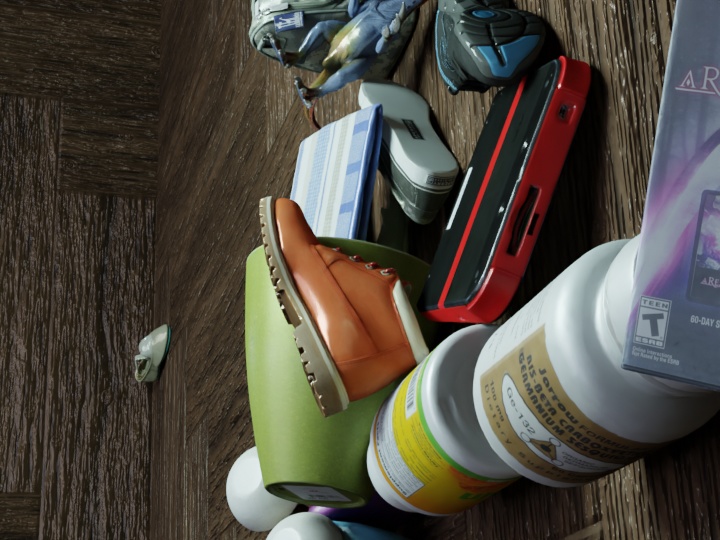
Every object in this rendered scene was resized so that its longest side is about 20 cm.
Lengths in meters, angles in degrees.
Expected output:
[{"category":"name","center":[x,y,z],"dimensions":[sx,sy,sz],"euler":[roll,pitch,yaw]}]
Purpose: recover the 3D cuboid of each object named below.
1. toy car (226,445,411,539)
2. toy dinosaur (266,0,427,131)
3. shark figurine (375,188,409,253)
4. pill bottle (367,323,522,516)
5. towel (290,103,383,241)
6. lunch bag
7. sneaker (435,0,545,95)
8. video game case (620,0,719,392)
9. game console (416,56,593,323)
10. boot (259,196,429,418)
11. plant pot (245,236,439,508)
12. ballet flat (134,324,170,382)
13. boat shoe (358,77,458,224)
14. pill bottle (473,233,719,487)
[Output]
[{"category":"toy car","center":[-0.016,0.232,1.249],"dimensions":[0.150,0.175,0.201],"euler":[-42,47,8]},{"category":"toy dinosaur","center":[0.001,-0.247,1.316],"dimensions":[0.106,0.180,0.200],"euler":[59,177,9]},{"category":"shark figurine","center":[0.007,-0.013,1.326],"dimensions":[0.128,0.088,0.217],"euler":[-131,48,-64]},{"category":"pill bottle","center":[0.071,0.125,1.020],"dimensions":[0.200,0.109,0.113],"euler":[127,144,-63]},{"category":"towel","center":[-0.029,-0.076,1.303],"dimensions":[0.200,0.024,0.149],"euler":[166,114,-67]},{"category":"lunch bag","center":[-0.040,-0.312,1.414],"dimensions":[0.140,0.165,0.202],"euler":[121,149,-58]},{"category":"sneaker","center":[0.102,-0.176,1.077],"dimensions":[0.201,0.072,0.083],"euler":[-97,13,-66]},{"category":"video game case","center":[0.202,-0.039,0.603],"dimensions":[0.019,0.141,0.203],"euler":[-11,-70,-60]},{"category":"game console","center":[0.106,-0.057,1.001],"dimensions":[0.177,0.031,0.202],"euler":[164,128,-78]},{"category":"boot","center":[-0.017,0.013,1.073],"dimensions":[0.075,0.106,0.202],"euler":[77,170,-61]},{"category":"plant pot","center":[-0.024,0.100,1.172],"dimensions":[0.187,0.185,0.203],"euler":[132,148,-65]},{"category":"ballet flat","center":[-0.475,0.190,2.997],"dimensions":[0.201,0.068,0.070],"euler":[113,155,-48]},{"category":"boat shoe","center":[0.036,-0.119,1.273],"dimensions":[0.201,0.070,0.064],"euler":[-110,33,-52]},{"category":"pill bottle","center":[0.149,0.047,0.759],"dimensions":[0.200,0.113,0.116],"euler":[128,143,-62]}]
